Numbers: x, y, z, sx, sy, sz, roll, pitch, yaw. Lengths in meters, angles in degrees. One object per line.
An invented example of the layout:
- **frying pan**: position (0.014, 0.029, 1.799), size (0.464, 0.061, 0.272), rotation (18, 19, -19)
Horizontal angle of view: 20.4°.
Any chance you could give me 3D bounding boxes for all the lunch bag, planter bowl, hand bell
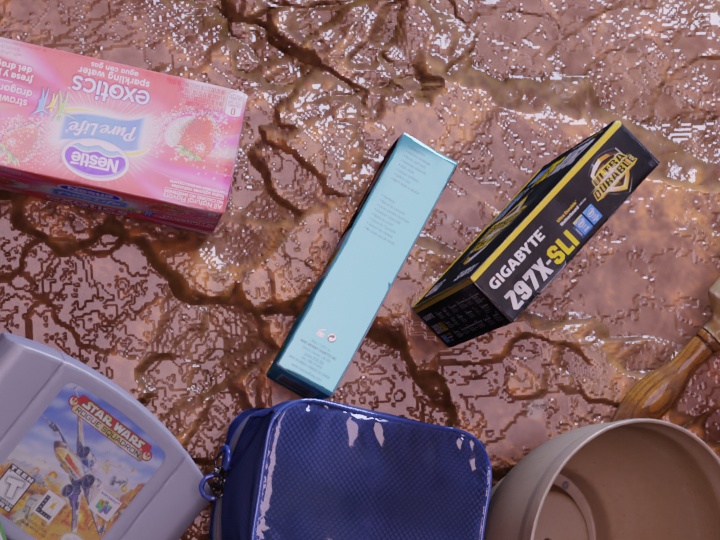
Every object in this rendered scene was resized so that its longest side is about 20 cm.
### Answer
- **lunch bag**: position (-0.018, 0.171, 1.451), size (0.199, 0.132, 0.136), rotation (14, 78, -16)
- **planter bowl**: position (0.165, 0.206, 1.459), size (0.199, 0.135, 0.201), rotation (1, 88, -30)
- **hand bell**: position (0.264, 0.060, 1.550), size (0.200, 0.104, 0.104), rotation (-45, 91, 1)

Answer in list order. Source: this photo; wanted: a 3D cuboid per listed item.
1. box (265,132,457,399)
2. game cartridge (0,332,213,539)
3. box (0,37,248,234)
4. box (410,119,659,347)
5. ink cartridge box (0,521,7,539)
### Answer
- **box**: position (0.000, 0.000, 1.504), size (0.049, 0.082, 0.201), rotation (29, 78, -3)
- **game cartridge**: position (-0.208, 0.141, 1.436), size (0.200, 0.042, 0.133), rotation (40, 91, -22)
- **box**: position (-0.191, -0.098, 1.477), size (0.199, 0.103, 0.095), rotation (12, 80, -8)
- **box**: position (0.124, -0.023, 1.467), size (0.049, 0.200, 0.160), rotation (46, 78, -2)
- **ink cartridge box**: position (-0.279, 0.253, 1.393), size (0.103, 0.059, 0.201), rotation (-19, 111, -10)
